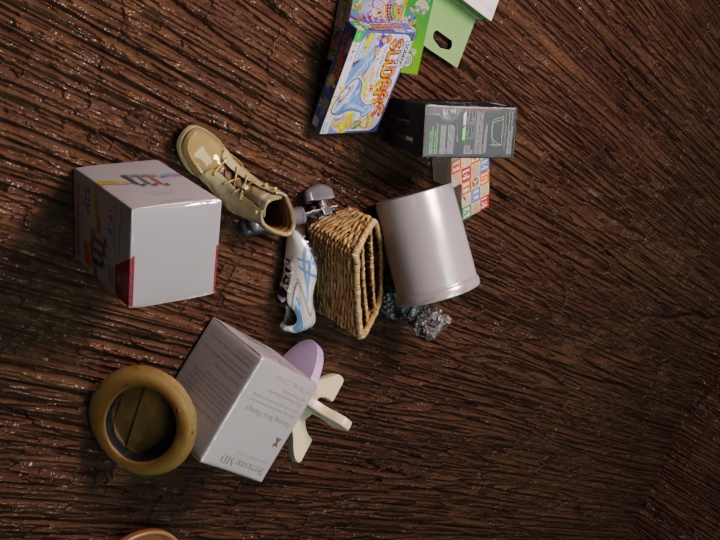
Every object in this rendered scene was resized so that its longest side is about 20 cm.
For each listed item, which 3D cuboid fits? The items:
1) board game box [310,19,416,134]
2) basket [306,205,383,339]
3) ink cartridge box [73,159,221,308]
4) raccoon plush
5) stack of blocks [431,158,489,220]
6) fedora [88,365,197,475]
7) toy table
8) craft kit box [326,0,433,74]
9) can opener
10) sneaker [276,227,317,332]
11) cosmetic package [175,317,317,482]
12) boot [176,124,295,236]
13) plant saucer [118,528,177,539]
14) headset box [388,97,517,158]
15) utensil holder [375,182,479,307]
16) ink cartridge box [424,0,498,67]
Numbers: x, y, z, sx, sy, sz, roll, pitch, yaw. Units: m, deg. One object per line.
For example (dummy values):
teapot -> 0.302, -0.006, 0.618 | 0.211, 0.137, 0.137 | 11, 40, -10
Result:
board game box -> 0.003, -0.331, 1.562 | 0.133, 0.035, 0.202 | -11, 137, -38
basket -> 0.000, 0.000, 1.698 | 0.141, 0.148, 0.204 | -25, 126, -33
ink cartridge box -> -0.315, -0.060, 1.318 | 0.143, 0.199, 0.148 | -10, 117, -37
raccoon plush -> 0.101, 0.062, 1.838 | 0.097, 0.133, 0.200 | -50, 137, -10
stack of blocks -> 0.207, -0.211, 1.860 | 0.114, 0.058, 0.204 | -27, 128, -32
fedora -> -0.350, 0.237, 1.495 | 0.082, 0.196, 0.205 | -63, 163, -69
toy table -> -0.108, 0.249, 1.711 | 0.201, 0.183, 0.117 | -53, 124, -14
craft kit box -> 0.043, -0.455, 1.584 | 0.197, 0.048, 0.201 | -5, 117, -43
can opener -> -0.126, -0.110, 1.602 | 0.197, 0.053, 0.068 | -13, 87, -40
sneaker -> -0.120, 0.022, 1.651 | 0.071, 0.072, 0.204 | -16, 118, -29
cosmetic package -> -0.217, 0.227, 1.587 | 0.167, 0.165, 0.202 | 33, 87, -48
boot -> -0.193, -0.138, 1.428 | 0.073, 0.154, 0.201 | -48, 136, -13
plant saucer -> -0.418, 0.559, 1.655 | 0.198, 0.037, 0.204 | -23, 125, -37
headset box -> 0.158, -0.263, 1.658 | 0.196, 0.174, 0.095 | -2, 105, -19
utensil holder -> 0.127, -0.051, 1.737 | 0.168, 0.168, 0.204 | -19, 97, -37
ink cartridge box -> 0.194, -0.500, 1.699 | 0.144, 0.047, 0.204 | 17, 93, -48
